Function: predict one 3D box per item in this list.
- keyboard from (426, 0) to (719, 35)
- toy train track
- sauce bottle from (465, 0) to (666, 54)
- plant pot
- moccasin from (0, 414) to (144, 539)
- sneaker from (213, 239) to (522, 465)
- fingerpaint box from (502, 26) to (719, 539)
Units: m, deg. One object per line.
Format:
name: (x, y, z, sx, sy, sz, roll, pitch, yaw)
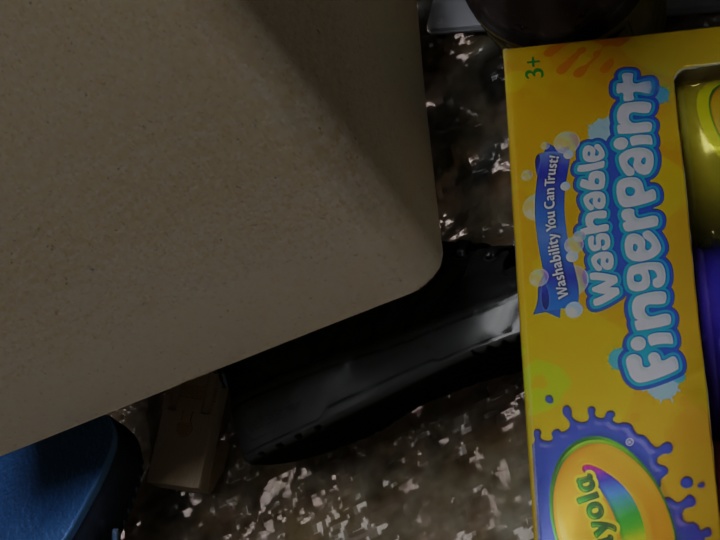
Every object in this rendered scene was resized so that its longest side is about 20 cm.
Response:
keyboard: (0.115, -0.120, 0.854, 0.199, 0.011, 0.057, -1, 71, 33)
toy train track: (-0.046, -0.011, 0.889, 0.114, 0.033, 0.201, 4, 74, 25)
sauce bottle: (0.063, -0.100, 0.751, 0.066, 0.200, 0.066, -1, 85, 13)
plant pot: (-0.103, -0.086, 0.780, 0.199, 0.177, 0.200, -22, 37, 15)
moccasin: (-0.139, 0.144, 0.845, 0.080, 0.068, 0.200, 26, 80, 47)
sneaker: (0.001, 0.000, 0.814, 0.199, 0.060, 0.105, -24, 72, 21)
fingerpaint box: (0.132, 0.023, 0.691, 0.166, 0.073, 0.201, -5, 61, 8)
